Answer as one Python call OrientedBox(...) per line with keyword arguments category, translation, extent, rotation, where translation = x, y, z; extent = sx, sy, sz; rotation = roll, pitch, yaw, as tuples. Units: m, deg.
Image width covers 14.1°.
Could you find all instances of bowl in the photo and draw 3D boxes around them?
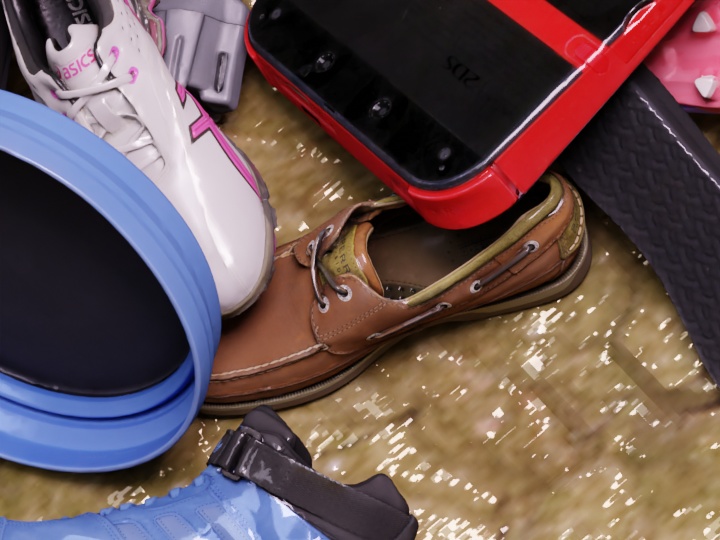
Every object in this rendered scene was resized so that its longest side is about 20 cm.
OrientedBox(category="bowl", translation=(-0.151, 0.002, 1.236), extent=(0.201, 0.201, 0.039), rotation=(14, 47, 18))

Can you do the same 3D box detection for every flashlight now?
OrientedBox(category="flashlight", translation=(-0.080, -0.169, 1.362), extent=(0.068, 0.068, 0.200), rotation=(15, 72, -18))

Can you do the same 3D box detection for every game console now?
OrientedBox(category="game console", translation=(0.050, -0.120, 1.267), extent=(0.177, 0.031, 0.200), rotation=(-45, 44, -2))

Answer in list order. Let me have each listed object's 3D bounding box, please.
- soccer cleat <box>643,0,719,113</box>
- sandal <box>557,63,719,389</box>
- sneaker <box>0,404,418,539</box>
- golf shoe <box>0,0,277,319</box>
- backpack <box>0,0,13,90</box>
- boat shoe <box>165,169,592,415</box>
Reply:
OrientedBox(category="soccer cleat", translation=(0.117, -0.098, 1.292), extent=(0.200, 0.076, 0.067), rotation=(2, 96, 31))
OrientedBox(category="sandal", translation=(0.156, -0.015, 1.234), extent=(0.200, 0.048, 0.075), rotation=(55, 132, 11))
OrientedBox(category="sneaker", translation=(-0.074, 0.107, 1.231), extent=(0.200, 0.077, 0.111), rotation=(14, 77, 14))
OrientedBox(category="golf shoe", translation=(-0.107, -0.064, 1.260), extent=(0.073, 0.092, 0.200), rotation=(-36, 68, 13))
OrientedBox(category="backpack", translation=(-0.255, -0.118, 1.329), extent=(0.200, 0.151, 0.178), rotation=(0, 67, 9))
OrientedBox(category="boat shoe", translation=(0.000, 0.000, 1.266), extent=(0.200, 0.068, 0.072), rotation=(-23, 66, 4))
